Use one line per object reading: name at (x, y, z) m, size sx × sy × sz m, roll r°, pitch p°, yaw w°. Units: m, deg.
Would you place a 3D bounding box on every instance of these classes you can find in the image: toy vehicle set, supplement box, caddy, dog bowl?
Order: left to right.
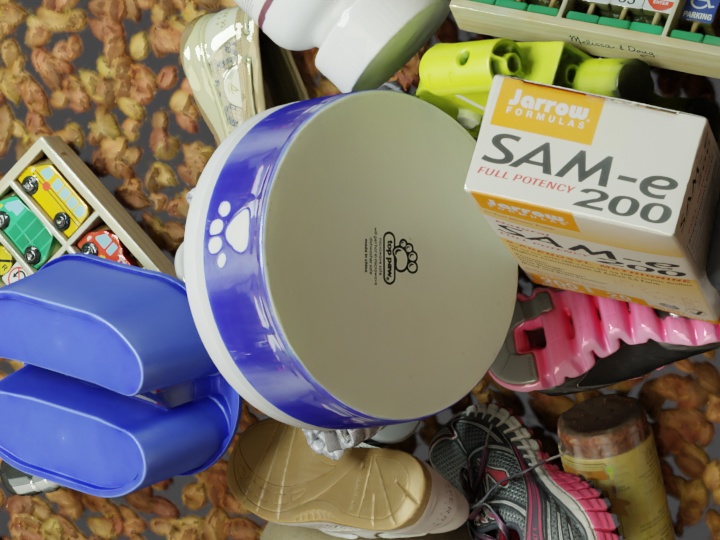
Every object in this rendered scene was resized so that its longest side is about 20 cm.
toy vehicle set at (-0.194, 0.020, 1.776) m, size 0.124 × 0.026 × 0.200 m, roll -46°, pitch 79°, yaw 18°
caddy at (-0.169, 0.068, 1.691) m, size 0.199 × 0.105 × 0.142 m, roll 14°, pitch 114°, yaw 35°
dog bowl at (-0.003, -0.006, 1.513) m, size 0.079 × 0.200 × 0.201 m, roll -8°, pitch 114°, yaw 51°
supplement box at (0.146, -0.037, 1.472) m, size 0.126 × 0.200 × 0.074 m, roll 13°, pitch 78°, yaw 19°
toy vehicle set at (0.165, -0.179, 1.461) m, size 0.199 × 0.125 × 0.027 m, roll 13°, pitch 157°, yaw 23°

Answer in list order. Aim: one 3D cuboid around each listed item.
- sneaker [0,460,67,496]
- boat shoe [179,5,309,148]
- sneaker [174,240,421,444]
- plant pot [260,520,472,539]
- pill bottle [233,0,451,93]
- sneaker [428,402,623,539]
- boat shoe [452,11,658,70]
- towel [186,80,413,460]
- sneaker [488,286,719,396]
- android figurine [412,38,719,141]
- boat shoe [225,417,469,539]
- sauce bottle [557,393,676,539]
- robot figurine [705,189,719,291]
sneaker at (-0.196, 0.086, 1.852) m, size 0.199 × 0.075 × 0.116 m, roll -20°, pitch 101°, yaw 25°
boat shoe at (-0.052, -0.079, 1.667) m, size 0.062 × 0.073 × 0.201 m, roll -14°, pitch 110°, yaw 36°
sneaker at (-0.057, 0.058, 1.725) m, size 0.200 × 0.071 × 0.099 m, roll 39°, pitch 154°, yaw -7°
plant pot at (0.030, 0.228, 1.745) m, size 0.200 × 0.187 × 0.188 m, roll 43°, pitch 130°, yaw 22°
pill bottle at (-0.042, -0.206, 1.554) m, size 0.200 × 0.109 × 0.110 m, roll 46°, pitch 129°, yaw 9°
sneaker at (0.095, 0.150, 1.670) m, size 0.200 × 0.074 × 0.081 m, roll 35°, pitch 143°, yaw 58°
boat shoe at (0.119, -0.159, 1.530) m, size 0.199 × 0.066 × 0.075 m, roll 20°, pitch 126°, yaw 19°
towel at (0.000, 0.000, 1.615) m, size 0.085 × 0.165 × 0.201 m, roll -7°, pitch 113°, yaw 49°
sneaker at (0.181, 0.036, 1.611) m, size 0.199 × 0.079 × 0.095 m, roll -15°, pitch 154°, yaw 19°
android figurine at (0.115, -0.098, 1.521) m, size 0.182 × 0.041 × 0.200 m, roll 24°, pitch 167°, yaw -39°
boat shoe at (-0.010, 0.147, 1.686) m, size 0.069 × 0.071 × 0.200 m, roll 26°, pitch 170°, yaw -41°
sauce bottle at (0.179, 0.182, 1.689) m, size 0.066 × 0.066 × 0.201 m, roll -3°, pitch 113°, yaw 31°
robot figurine at (0.283, -0.037, 1.455) m, size 0.150 × 0.125 × 0.201 m, roll 15°, pitch 124°, yaw 9°
